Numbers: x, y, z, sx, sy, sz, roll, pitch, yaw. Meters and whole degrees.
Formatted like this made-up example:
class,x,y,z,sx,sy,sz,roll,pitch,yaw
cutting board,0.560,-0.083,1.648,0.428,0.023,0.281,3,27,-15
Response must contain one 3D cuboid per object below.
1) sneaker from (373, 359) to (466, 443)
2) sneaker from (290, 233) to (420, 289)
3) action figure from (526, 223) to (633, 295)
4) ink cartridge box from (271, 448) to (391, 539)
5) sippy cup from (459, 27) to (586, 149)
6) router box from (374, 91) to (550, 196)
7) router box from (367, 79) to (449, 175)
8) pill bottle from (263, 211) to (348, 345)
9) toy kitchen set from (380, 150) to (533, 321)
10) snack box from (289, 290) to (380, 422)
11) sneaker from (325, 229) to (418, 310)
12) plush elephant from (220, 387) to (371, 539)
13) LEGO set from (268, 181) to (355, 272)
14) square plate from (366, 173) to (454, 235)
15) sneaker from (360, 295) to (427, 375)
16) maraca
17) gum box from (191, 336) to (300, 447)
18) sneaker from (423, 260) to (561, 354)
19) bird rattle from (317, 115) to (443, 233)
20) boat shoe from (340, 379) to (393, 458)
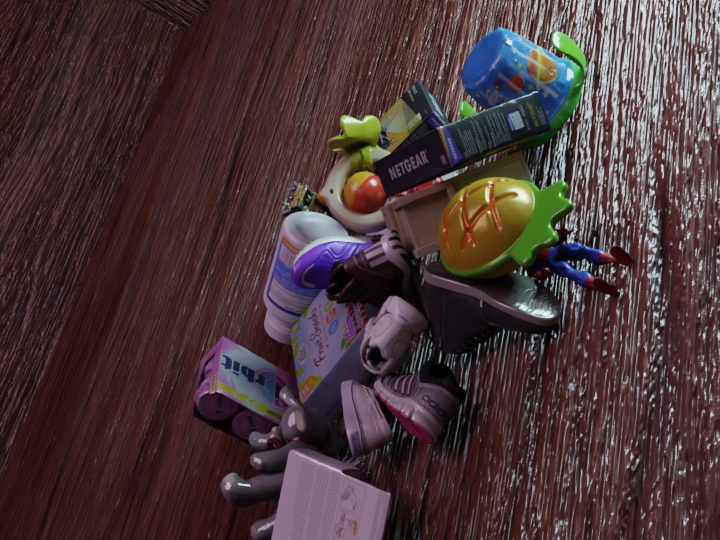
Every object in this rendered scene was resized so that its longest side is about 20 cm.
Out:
class,x,y,z,sx,sy,sz,roll,pitch,yaw
sneaker,0.079,0.154,1.362,0.087,0.074,0.200,-41,11,-8
sneaker,0.000,-0.001,1.565,0.100,0.198,0.070,48,140,47
action figure,0.235,-0.015,1.275,0.066,0.051,0.200,-64,22,-4
ink cartridge box,-0.035,0.341,1.335,0.175,0.044,0.203,14,93,40
sippy cup,0.212,-0.256,1.486,0.179,0.129,0.140,-53,24,15
router box,0.128,-0.161,1.417,0.156,0.053,0.200,-23,2,-23
router box,0.066,-0.213,1.762,0.157,0.052,0.200,-44,19,13
pill bottle,-0.094,0.017,1.755,0.113,0.110,0.202,-98,22,-55
toy kitchen set,0.141,-0.042,1.466,0.178,0.165,0.200,-21,2,-5
snack box,-0.028,0.098,1.633,0.169,0.067,0.201,-51,24,20
sneaker,0.010,0.023,1.458,0.114,0.201,0.076,-22,60,-4
plush elephant,-0.093,0.251,1.488,0.198,0.165,0.156,-25,47,7
LEGO set,-0.082,-0.077,1.873,0.153,0.115,0.202,-5,59,61
square plate,0.073,-0.108,1.717,0.199,0.028,0.200,-21,45,55
sneaker,0.028,0.103,1.438,0.081,0.075,0.200,-54,-8,-22
maraca,0.166,-0.051,1.276,0.199,0.107,0.138,-1,58,55
gum box,-0.152,0.194,1.605,0.066,0.199,0.114,-45,26,28
sneaker,0.161,0.061,1.323,0.199,0.074,0.108,22,125,45
bird rattle,0.027,-0.128,1.616,0.164,0.199,0.113,-53,-7,-8
boat shoe,0.011,0.190,1.454,0.065,0.073,0.200,-13,7,0
